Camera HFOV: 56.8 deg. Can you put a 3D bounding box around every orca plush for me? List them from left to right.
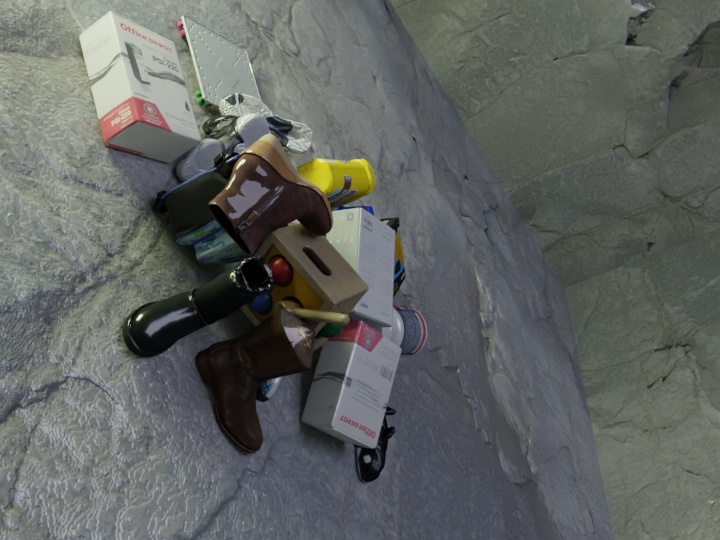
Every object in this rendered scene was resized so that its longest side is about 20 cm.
[{"bbox_3d":[0.049,0.336,1.344,0.106,0.071,0.200,61,26,-10],"label":"orca plush"}]

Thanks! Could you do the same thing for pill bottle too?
[{"bbox_3d":[0.057,0.134,1.480,0.200,0.119,0.120,12,58,-60],"label":"pill bottle"}]

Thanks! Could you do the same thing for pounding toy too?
[{"bbox_3d":[-0.091,0.045,1.056,0.200,0.184,0.142,48,34,15],"label":"pounding toy"}]

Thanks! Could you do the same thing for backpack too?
[{"bbox_3d":[-0.200,-0.096,1.109,0.200,0.182,0.148,-14,80,-66],"label":"backpack"}]

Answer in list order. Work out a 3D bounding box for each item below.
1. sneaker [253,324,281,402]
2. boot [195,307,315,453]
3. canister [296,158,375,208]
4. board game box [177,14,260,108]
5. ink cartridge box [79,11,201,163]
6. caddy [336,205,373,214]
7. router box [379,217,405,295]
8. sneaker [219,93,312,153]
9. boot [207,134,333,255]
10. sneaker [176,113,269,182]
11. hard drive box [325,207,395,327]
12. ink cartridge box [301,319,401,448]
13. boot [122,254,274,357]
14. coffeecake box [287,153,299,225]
[{"bbox_3d":[-0.142,0.146,1.145,0.087,0.075,0.201,53,28,-37],"label":"sneaker"},{"bbox_3d":[-0.133,0.167,0.988,0.187,0.199,0.064,62,26,-7],"label":"boot"},{"bbox_3d":[-0.075,-0.191,1.477,0.200,0.148,0.087,-13,84,-62],"label":"canister"},{"bbox_3d":[-0.287,-0.407,1.392,0.200,0.026,0.201,9,61,-60],"label":"board game box"},{"bbox_3d":[-0.358,-0.295,1.090,0.145,0.084,0.201,7,60,-61],"label":"ink cartridge box"},{"bbox_3d":[-0.023,-0.062,1.520,0.201,0.104,0.142,-78,161,-51],"label":"caddy"},{"bbox_3d":[0.057,-0.030,1.497,0.200,0.051,0.150,-49,133,-72],"label":"router box"},{"bbox_3d":[-0.206,-0.296,1.376,0.198,0.129,0.080,14,87,-24],"label":"sneaker"},{"bbox_3d":[-0.130,-0.081,0.988,0.200,0.072,0.167,54,48,-34],"label":"boot"},{"bbox_3d":[-0.267,-0.223,1.218,0.200,0.113,0.076,-41,127,-28],"label":"sneaker"},{"bbox_3d":[0.000,0.000,1.288,0.156,0.076,0.202,28,61,-57],"label":"hard drive box"},{"bbox_3d":[-0.014,0.211,1.241,0.146,0.082,0.201,39,60,-44],"label":"ink cartridge box"},{"bbox_3d":[-0.224,0.047,0.959,0.074,0.162,0.198,64,25,0],"label":"boot"},{"bbox_3d":[-0.178,-0.145,1.318,0.153,0.073,0.201,16,54,-61],"label":"coffeecake box"}]
